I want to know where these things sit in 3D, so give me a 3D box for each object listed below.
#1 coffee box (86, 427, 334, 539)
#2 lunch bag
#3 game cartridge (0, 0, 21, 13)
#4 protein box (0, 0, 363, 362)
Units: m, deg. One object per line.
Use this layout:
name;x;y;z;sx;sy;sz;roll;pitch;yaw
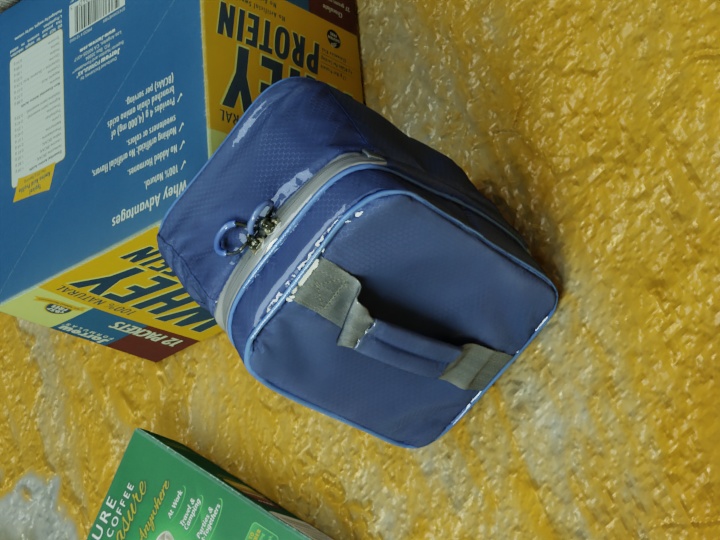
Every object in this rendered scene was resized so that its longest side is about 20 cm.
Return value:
coffee box;-0.086;0.182;1.470;0.200;0.044;0.123;25;93;47
lunch bag;0.000;0.000;1.335;0.136;0.200;0.132;-52;48;12
game cartridge;-0.209;-0.177;1.611;0.133;0.200;0.041;-20;66;39
protein box;-0.113;-0.081;1.525;0.198;0.135;0.200;-25;59;37
